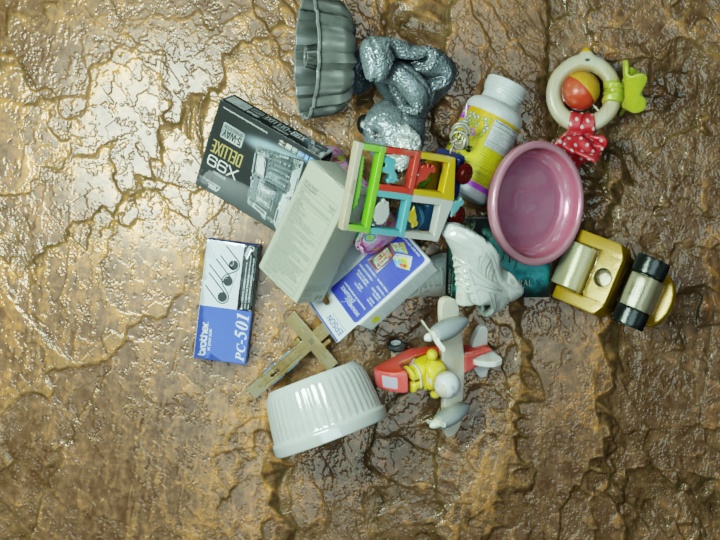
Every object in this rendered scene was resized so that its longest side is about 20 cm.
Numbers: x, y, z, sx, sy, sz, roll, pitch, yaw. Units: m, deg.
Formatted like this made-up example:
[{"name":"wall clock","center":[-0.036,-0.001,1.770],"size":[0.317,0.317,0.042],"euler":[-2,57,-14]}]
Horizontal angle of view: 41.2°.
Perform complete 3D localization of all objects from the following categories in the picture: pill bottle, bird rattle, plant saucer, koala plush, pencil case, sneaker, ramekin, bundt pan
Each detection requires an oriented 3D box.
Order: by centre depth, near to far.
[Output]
[{"name":"sneaker","center":[0.181,0.007,1.535],"size":[0.100,0.078,0.200],"euler":[-46,121,-5]},{"name":"bundt pan","center":[-0.054,-0.344,1.547],"size":[0.074,0.202,0.207],"euler":[-1,94,-14]},{"name":"pencil case","center":[-0.017,-0.115,1.566],"size":[0.087,0.088,0.201],"euler":[-38,59,1]},{"name":"koala plush","center":[0.064,-0.258,1.569],"size":[0.180,0.177,0.205],"euler":[6,90,-13]},{"name":"ramekin","center":[-0.062,0.225,1.581],"size":[0.197,0.200,0.107],"euler":[-20,84,-1]},{"name":"plant saucer","center":[0.283,-0.112,1.590],"size":[0.197,0.051,0.205],"euler":[-4,98,-30]},{"name":"pill bottle","center":[0.205,-0.220,1.607],"size":[0.103,0.104,0.203],"euler":[24,92,-4]},{"name":"sneaker","center":[0.100,0.022,1.618],"size":[0.196,0.100,0.076],"euler":[-8,106,-1]},{"name":"bird rattle","center":[0.388,-0.283,1.635],"size":[0.200,0.113,0.163],"euler":[-44,83,14]}]

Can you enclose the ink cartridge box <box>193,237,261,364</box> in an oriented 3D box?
[{"name":"ink cartridge box","center":[-0.226,0.051,1.633],"size":[0.092,0.044,0.205],"euler":[8,94,-2]}]

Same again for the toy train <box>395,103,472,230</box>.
[{"name":"toy train","center":[0.115,-0.160,1.509],"size":[0.084,0.115,0.204],"euler":[24,116,34]}]

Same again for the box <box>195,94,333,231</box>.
[{"name":"box","center":[-0.160,-0.168,1.566],"size":[0.198,0.050,0.160],"euler":[31,119,11]}]

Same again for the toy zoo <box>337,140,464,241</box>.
[{"name":"toy zoo","center":[0.069,-0.116,1.445],"size":[0.196,0.020,0.134],"euler":[5,104,-26]}]

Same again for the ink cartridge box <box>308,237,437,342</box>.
[{"name":"ink cartridge box","center":[0.000,0.000,1.581],"size":[0.199,0.198,0.047],"euler":[-42,139,3]}]

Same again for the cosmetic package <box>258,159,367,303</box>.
[{"name":"cosmetic package","center":[-0.069,-0.061,1.505],"size":[0.105,0.071,0.202],"euler":[42,115,28]}]

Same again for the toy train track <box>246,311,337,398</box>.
[{"name":"toy train track","center":[-0.114,0.146,1.653],"size":[0.199,0.033,0.115],"euler":[-41,94,8]}]

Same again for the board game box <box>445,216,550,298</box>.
[{"name":"board game box","center":[0.235,-0.022,1.624],"size":[0.196,0.028,0.138],"euler":[-1,94,-25]}]

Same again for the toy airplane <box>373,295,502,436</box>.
[{"name":"toy airplane","center":[0.147,0.168,1.610],"size":[0.199,0.142,0.200],"euler":[38,102,-22]}]

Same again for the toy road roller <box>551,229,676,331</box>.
[{"name":"toy road roller","center":[0.441,0.026,1.643],"size":[0.198,0.145,0.125],"euler":[25,94,33]}]
